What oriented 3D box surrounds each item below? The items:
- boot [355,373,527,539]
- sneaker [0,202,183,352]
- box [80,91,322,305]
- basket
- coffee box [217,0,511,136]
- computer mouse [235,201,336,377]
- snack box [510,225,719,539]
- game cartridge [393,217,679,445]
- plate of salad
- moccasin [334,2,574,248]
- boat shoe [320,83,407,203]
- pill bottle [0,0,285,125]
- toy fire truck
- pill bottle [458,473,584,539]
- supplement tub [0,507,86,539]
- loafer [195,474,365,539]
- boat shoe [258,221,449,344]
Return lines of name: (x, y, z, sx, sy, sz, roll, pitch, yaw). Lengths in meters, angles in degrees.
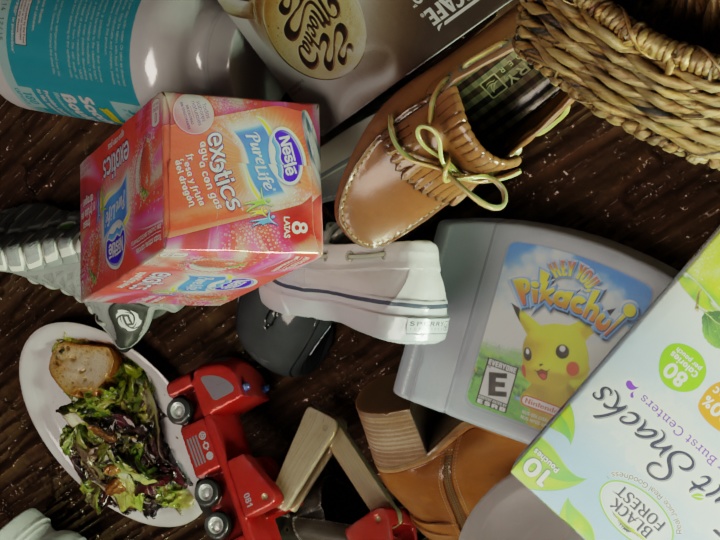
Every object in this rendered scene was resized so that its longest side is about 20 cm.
boot: (0.103, 0.139, 1.272, 0.199, 0.077, 0.156, -8, 125, 28)
sneaker: (-0.214, 0.013, 1.430, 0.199, 0.075, 0.116, 0, 124, 38)
box: (-0.102, -0.039, 1.172, 0.200, 0.102, 0.095, 157, 113, -65)
basket: (0.181, -0.150, 0.928, 0.199, 0.143, 0.150, 28, 136, 19)
coffee box: (0.020, -0.176, 1.085, 0.113, 0.080, 0.200, 53, 138, -6)
computer mouse: (-0.069, -0.005, 1.316, 0.140, 0.046, 0.200, 39, 138, 7)
snack box: (0.204, 0.084, 1.083, 0.142, 0.053, 0.200, 42, 103, 7)
game cartridge: (0.125, 0.043, 1.157, 0.199, 0.040, 0.134, 18, 96, 21)
plate of salad: (-0.205, 0.132, 1.533, 0.199, 0.048, 0.201, 21, 132, 25)
moccasin: (0.065, -0.080, 1.067, 0.201, 0.078, 0.074, -35, 112, 18)
boat shoe: (0.019, -0.067, 1.176, 0.200, 0.070, 0.072, -25, 103, 41)
pill bottle: (-0.141, -0.147, 1.216, 0.199, 0.111, 0.111, 12, 128, 33)
toy fire truck: (-0.050, 0.144, 1.374, 0.141, 0.049, 0.201, -27, 72, 21)
pill bottle: (0.156, 0.220, 1.225, 0.109, 0.110, 0.200, -4, 141, 41)
supplement tub: (-0.249, 0.316, 1.643, 0.200, 0.140, 0.141, 40, 138, 8)
loafer: (-0.035, 0.183, 1.430, 0.199, 0.073, 0.072, 22, 103, 26)
boat shoe: (0.000, 0.000, 1.191, 0.200, 0.073, 0.067, 12, 98, 58)
